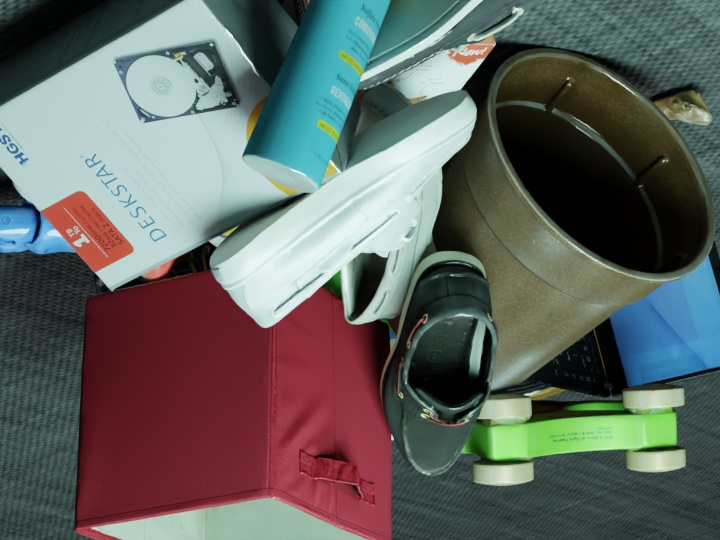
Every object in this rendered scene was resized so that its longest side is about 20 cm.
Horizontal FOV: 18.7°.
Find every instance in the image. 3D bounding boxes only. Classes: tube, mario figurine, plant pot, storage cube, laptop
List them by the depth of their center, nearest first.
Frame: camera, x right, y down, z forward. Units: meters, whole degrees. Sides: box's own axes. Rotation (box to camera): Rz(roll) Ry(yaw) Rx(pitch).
[{"bbox_3d":[-0.012,-0.148,1.329,0.050,0.201,0.077,18,169,19],"label":"tube"},{"bbox_3d":[-0.209,-0.052,1.601,0.198,0.124,0.107,0,114,-11],"label":"mario figurine"},{"bbox_3d":[-0.088,0.112,1.604,0.199,0.181,0.171,-13,155,28],"label":"storage cube"},{"bbox_3d":[0.124,-0.022,1.610,0.199,0.201,0.198,5,143,-35],"label":"plant pot"},{"bbox_3d":[0.202,0.002,1.778,0.103,0.179,0.199,-29,153,34],"label":"laptop"}]

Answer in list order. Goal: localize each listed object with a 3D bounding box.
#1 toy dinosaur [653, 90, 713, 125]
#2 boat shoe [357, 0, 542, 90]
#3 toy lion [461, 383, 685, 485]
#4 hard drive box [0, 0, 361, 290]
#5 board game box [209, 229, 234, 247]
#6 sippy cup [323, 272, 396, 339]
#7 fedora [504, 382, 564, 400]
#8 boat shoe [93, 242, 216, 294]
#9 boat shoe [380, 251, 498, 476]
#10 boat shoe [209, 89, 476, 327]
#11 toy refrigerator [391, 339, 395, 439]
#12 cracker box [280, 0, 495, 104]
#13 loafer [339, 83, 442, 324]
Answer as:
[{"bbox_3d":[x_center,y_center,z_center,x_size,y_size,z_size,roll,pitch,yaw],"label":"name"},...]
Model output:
[{"bbox_3d":[0.181,-0.092,1.728,0.199,0.061,0.107,-22,132,8],"label":"toy dinosaur"},{"bbox_3d":[0.066,-0.173,1.383,0.200,0.074,0.060,-39,137,5],"label":"boat shoe"},{"bbox_3d":[0.136,0.123,1.725,0.198,0.069,0.192,-3,-178,-13],"label":"toy lion"},{"bbox_3d":[-0.125,-0.099,1.409,0.199,0.077,0.156,-26,119,29],"label":"hard drive box"},{"bbox_3d":[-0.111,-0.073,1.518,0.200,0.030,0.095,36,138,-29],"label":"board game box"},{"bbox_3d":[0.000,0.000,1.746,0.130,0.141,0.177,-16,146,38],"label":"sippy cup"},{"bbox_3d":[0.149,0.055,2.002,0.199,0.082,0.201,-11,156,-5],"label":"fedora"},{"bbox_3d":[-0.118,0.005,1.655,0.091,0.071,0.200,-26,-166,-35],"label":"boat shoe"},{"bbox_3d":[0.055,0.080,1.557,0.073,0.063,0.202,1,134,-7],"label":"boat shoe"},{"bbox_3d":[0.000,-0.037,1.404,0.200,0.069,0.072,-38,-161,-6],"label":"boat shoe"},{"bbox_3d":[-0.009,0.102,1.791,0.199,0.070,0.076,-19,147,-18],"label":"toy refrigerator"},{"bbox_3d":[-0.009,-0.130,1.512,0.133,0.058,0.200,-1,154,-23],"label":"cracker box"},{"bbox_3d":[0.014,-0.040,1.504,0.070,0.070,0.201,-31,140,-26],"label":"loafer"}]
